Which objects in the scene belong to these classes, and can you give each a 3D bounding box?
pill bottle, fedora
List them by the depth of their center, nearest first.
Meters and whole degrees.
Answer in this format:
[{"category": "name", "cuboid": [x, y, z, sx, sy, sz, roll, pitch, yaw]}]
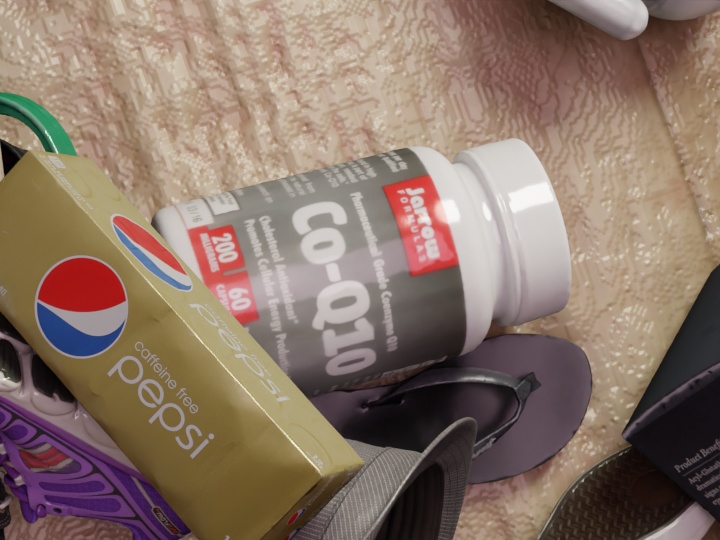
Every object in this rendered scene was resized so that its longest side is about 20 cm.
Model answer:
[{"category": "fedora", "cuboid": [-0.021, 0.148, 0.914, 0.090, 0.201, 0.177, 23, 36, 19]}, {"category": "pill bottle", "cuboid": [0.000, 0.000, 0.951, 0.199, 0.114, 0.114, -15, 87, -11]}]

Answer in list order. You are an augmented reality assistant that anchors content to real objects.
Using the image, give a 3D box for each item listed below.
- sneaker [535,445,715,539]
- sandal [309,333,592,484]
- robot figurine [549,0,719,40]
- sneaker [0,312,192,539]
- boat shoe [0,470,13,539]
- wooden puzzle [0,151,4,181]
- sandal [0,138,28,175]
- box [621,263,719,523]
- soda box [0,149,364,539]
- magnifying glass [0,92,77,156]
[{"category": "sneaker", "cuboid": [0.134, 0.170, 0.993, 0.200, 0.073, 0.085, -40, 127, -20]}, {"category": "sandal", "cuboid": [0.035, 0.084, 0.984, 0.199, 0.043, 0.076, -14, 87, -11]}, {"category": "robot figurine", "cuboid": [0.144, -0.209, 1.000, 0.199, 0.113, 0.170, 24, 72, -7]}, {"category": "sneaker", "cuboid": [-0.155, 0.078, 0.875, 0.200, 0.081, 0.083, 37, 107, -21]}, {"category": "boat shoe", "cuboid": [-0.205, 0.117, 0.905, 0.067, 0.072, 0.201, 21, 55, -11]}, {"category": "wooden puzzle", "cuboid": [-0.269, -0.071, 0.895, 0.199, 0.037, 0.186, 0, 108, 14]}, {"category": "sandal", "cuboid": [-0.205, -0.046, 0.952, 0.200, 0.048, 0.075, 35, 79, -4]}, {"category": "box", "cuboid": [0.262, 0.083, 0.968, 0.200, 0.104, 0.148, 42, 49, -3]}, {"category": "soda box", "cuboid": [-0.092, 0.039, 0.828, 0.064, 0.068, 0.200, -46, 78, 11]}, {"category": "magnifying glass", "cuboid": [-0.138, -0.008, 0.891, 0.200, 0.022, 0.080, 44, 111, 13]}]
